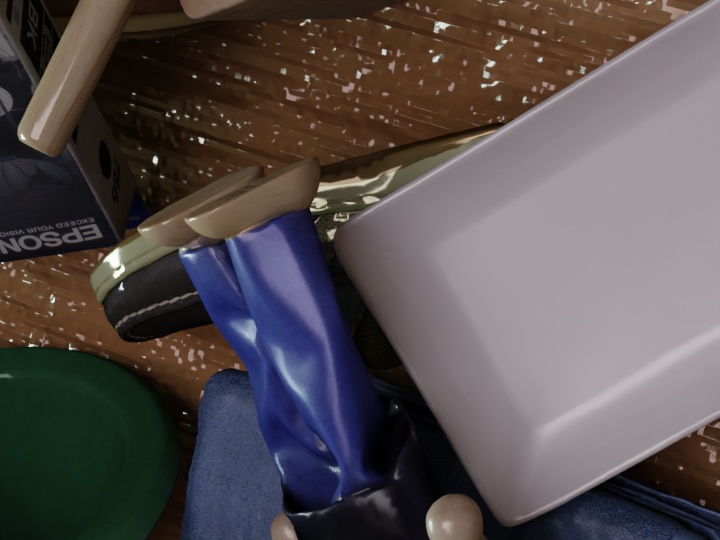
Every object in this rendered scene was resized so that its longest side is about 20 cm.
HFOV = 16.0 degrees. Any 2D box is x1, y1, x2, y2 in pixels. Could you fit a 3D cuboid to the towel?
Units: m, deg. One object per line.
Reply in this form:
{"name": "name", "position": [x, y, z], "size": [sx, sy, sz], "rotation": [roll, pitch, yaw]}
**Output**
{"name": "towel", "position": [0.034, 0.104, 0.826], "size": [0.199, 0.048, 0.113], "rotation": [19, 105, 26]}

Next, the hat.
{"name": "hat", "position": [-0.137, 0.147, 0.919], "size": [0.198, 0.166, 0.177], "rotation": [-8, 125, 13]}

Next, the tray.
{"name": "tray", "position": [0.101, -0.017, 0.753], "size": [0.199, 0.022, 0.108], "rotation": [-31, 97, 12]}

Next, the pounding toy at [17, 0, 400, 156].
{"name": "pounding toy", "position": [-0.011, -0.154, 0.769], "size": [0.199, 0.142, 0.185], "rotation": [-19, 85, 30]}

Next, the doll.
{"name": "doll", "position": [0.003, 0.067, 0.759], "size": [0.136, 0.048, 0.201], "rotation": [-5, 112, 65]}

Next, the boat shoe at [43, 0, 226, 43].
{"name": "boat shoe", "position": [-0.136, -0.112, 0.837], "size": [0.198, 0.072, 0.068], "rotation": [4, 102, -12]}

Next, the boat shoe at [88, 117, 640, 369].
{"name": "boat shoe", "position": [0.000, 0.000, 0.819], "size": [0.199, 0.073, 0.065], "rotation": [-17, 82, 30]}

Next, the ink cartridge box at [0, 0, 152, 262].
{"name": "ink cartridge box", "position": [-0.137, -0.047, 0.818], "size": [0.099, 0.200, 0.039], "rotation": [-8, 58, 10]}
